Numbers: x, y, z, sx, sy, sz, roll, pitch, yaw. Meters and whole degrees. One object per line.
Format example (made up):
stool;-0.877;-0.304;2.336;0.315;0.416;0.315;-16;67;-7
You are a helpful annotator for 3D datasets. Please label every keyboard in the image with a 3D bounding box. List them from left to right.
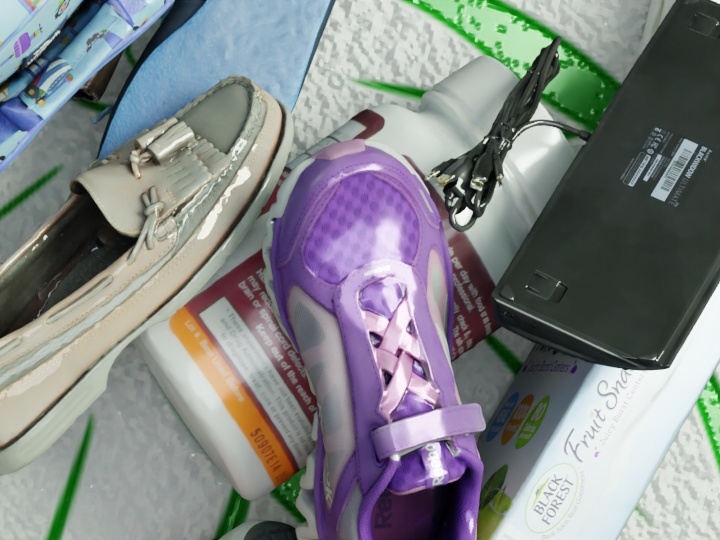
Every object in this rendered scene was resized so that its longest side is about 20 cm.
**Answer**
keyboard;0.107;-0.047;1.049;0.126;0.021;0.200;25;54;14

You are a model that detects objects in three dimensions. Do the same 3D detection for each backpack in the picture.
backpack;-0.154;-0.118;0.981;0.183;0.200;0.135;-46;104;-13

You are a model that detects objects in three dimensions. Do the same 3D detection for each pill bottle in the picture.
pill bottle;0.000;0.000;1.110;0.199;0.114;0.115;-35;93;-7

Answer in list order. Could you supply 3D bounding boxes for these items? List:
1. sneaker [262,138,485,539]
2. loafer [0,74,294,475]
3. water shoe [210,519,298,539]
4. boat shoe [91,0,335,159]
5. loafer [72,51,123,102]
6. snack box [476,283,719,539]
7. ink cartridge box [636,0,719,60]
sneaker;0.014;0.048;1.018;0.080;0.088;0.202;-11;108;-15
loafer;-0.107;-0.008;1.040;0.200;0.072;0.063;-51;128;-9
water shoe;-0.011;0.191;1.132;0.079;0.072;0.200;-26;113;34
boat shoe;-0.052;-0.098;1.131;0.084;0.069;0.201;37;82;-10
loafer;-0.194;-0.111;1.104;0.198;0.073;0.072;6;86;-8
snack box;0.095;0.069;1.106;0.053;0.142;0.201;32;84;-7
ink cartridge box;0.232;-0.082;1.162;0.198;0.083;0.146;14;85;-7
